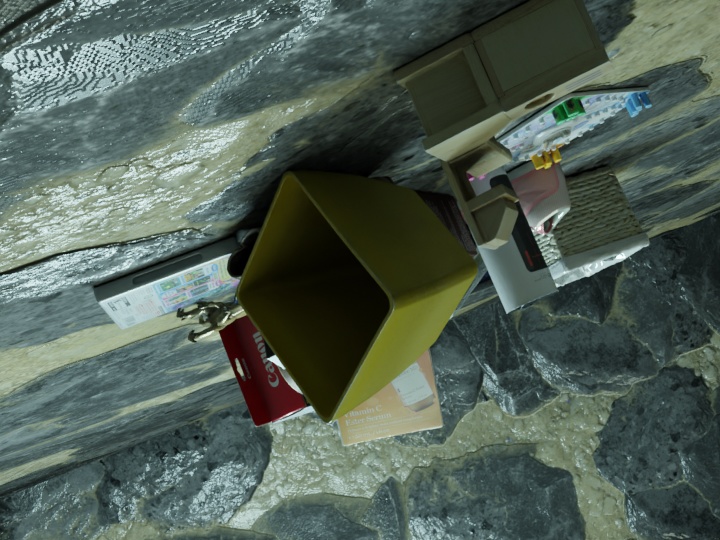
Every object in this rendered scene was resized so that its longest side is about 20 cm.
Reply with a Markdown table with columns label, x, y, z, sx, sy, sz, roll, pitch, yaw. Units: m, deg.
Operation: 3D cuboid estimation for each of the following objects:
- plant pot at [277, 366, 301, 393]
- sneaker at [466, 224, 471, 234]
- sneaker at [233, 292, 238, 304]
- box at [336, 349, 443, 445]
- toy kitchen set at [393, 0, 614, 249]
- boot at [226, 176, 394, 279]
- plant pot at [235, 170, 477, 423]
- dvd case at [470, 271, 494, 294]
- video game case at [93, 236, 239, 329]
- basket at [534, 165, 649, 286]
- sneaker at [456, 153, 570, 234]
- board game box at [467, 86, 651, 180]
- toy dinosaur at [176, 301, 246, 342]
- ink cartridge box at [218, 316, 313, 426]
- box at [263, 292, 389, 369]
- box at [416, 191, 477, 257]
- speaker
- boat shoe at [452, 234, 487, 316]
| label | x | y | z | sx | sy | sz | roll | pitch | yaw |
| --- | --- | --- | --- | --- | --- | --- | --- | --- | --- |
| plant pot | -0.010 | 0.084 | 1.621 | 0.199 | 0.188 | 0.187 | -14 | 176 | 28 |
| sneaker | 0.138 | -0.059 | 1.689 | 0.199 | 0.081 | 0.083 | -28 | -142 | -31 |
| sneaker | -0.091 | 0.028 | 1.531 | 0.199 | 0.090 | 0.079 | -21 | 171 | 6 |
| box | 0.025 | 0.129 | 1.494 | 0.151 | 0.201 | 0.106 | -12 | -153 | 2 |
| toy kitchen set | 0.162 | -0.132 | 0.982 | 0.180 | 0.164 | 0.200 | -25 | 171 | 17 |
| boot | -0.064 | -0.043 | 1.240 | 0.146 | 0.070 | 0.200 | -5 | 148 | -42 |
| plant pot | 0.008 | 0.014 | 1.158 | 0.176 | 0.200 | 0.200 | -14 | 145 | -40 |
| dvd case | 0.183 | -0.025 | 1.724 | 0.142 | 0.018 | 0.200 | -21 | -150 | -18 |
| video game case | -0.239 | 0.019 | 1.342 | 0.181 | 0.024 | 0.200 | -21 | 170 | -9 |
| basket | 0.358 | -0.062 | 1.850 | 0.199 | 0.162 | 0.198 | -19 | 170 | -26 |
| sneaker | 0.228 | -0.088 | 1.577 | 0.200 | 0.105 | 0.075 | -27 | 171 | 33 |
| board game box | 0.258 | -0.178 | 1.376 | 0.199 | 0.026 | 0.200 | -14 | 168 | -45 |
| toy dinosaur | -0.206 | 0.069 | 1.492 | 0.101 | 0.059 | 0.200 | -9 | 169 | -40 |
| ink cartridge box | -0.131 | 0.142 | 1.728 | 0.084 | 0.201 | 0.175 | -28 | 170 | 29 |
| box | -0.041 | 0.015 | 1.349 | 0.199 | 0.161 | 0.044 | -26 | 145 | 18 |
| box | 0.086 | -0.050 | 1.465 | 0.075 | 0.101 | 0.200 | -26 | 170 | 22 |
| speaker | 0.201 | -0.043 | 1.457 | 0.081 | 0.201 | 0.081 | -22 | 171 | -3 |
| boat shoe | 0.171 | -0.006 | 1.608 | 0.074 | 0.065 | 0.202 | -13 | -157 | 47 |
